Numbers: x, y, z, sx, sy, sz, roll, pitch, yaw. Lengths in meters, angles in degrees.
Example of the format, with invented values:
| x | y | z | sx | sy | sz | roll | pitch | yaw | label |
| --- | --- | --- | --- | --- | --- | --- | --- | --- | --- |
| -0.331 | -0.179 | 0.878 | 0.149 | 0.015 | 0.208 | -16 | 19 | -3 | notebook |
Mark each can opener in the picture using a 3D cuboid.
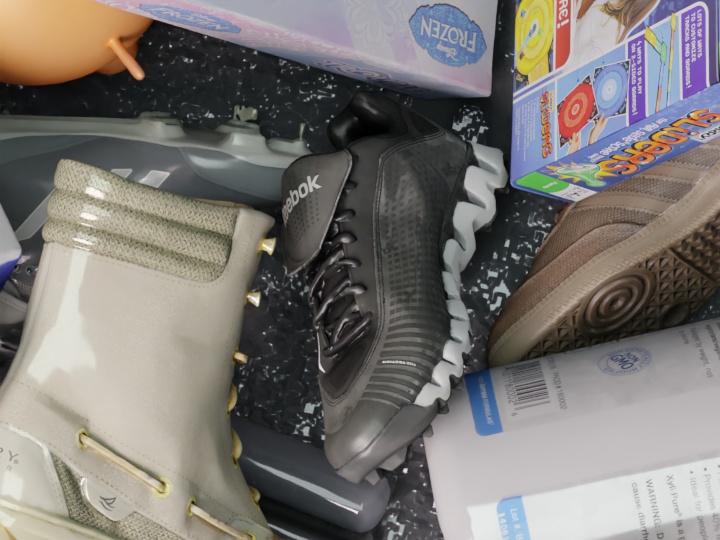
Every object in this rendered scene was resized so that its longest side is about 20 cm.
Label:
| x | y | z | sx | sy | sz | roll | pitch | yaw | label |
| --- | --- | --- | --- | --- | --- | --- | --- | --- | --- |
| -0.090 | 0.082 | 1.102 | 0.199 | 0.067 | 0.053 | 21 | 118 | 5 | can opener |

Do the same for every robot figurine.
| x | y | z | sx | sy | sz | roll | pitch | yaw | label |
| --- | --- | --- | --- | --- | --- | --- | --- | --- | --- |
| -0.145 | -0.151 | 1.091 | 0.116 | 0.200 | 0.144 | -5 | 126 | -27 | robot figurine |

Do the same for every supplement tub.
| x | y | z | sx | sy | sz | roll | pitch | yaw | label |
| --- | --- | --- | --- | --- | --- | --- | --- | --- | --- |
| 0.131 | 0.088 | 1.062 | 0.199 | 0.132 | 0.132 | -12 | 83 | 2 | supplement tub |

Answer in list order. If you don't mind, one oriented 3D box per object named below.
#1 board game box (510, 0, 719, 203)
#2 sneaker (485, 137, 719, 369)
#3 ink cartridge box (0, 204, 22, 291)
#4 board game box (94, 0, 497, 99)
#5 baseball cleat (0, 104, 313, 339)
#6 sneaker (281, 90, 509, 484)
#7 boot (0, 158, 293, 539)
| x | y | z | sx | sy | sz | roll | pitch | yaw | label |
| --- | --- | --- | --- | --- | --- | --- | --- | --- | --- |
| 0.114 | -0.142 | 1.069 | 0.034 | 0.135 | 0.201 | 14 | 68 | -29 | board game box |
| 0.124 | -0.031 | 1.119 | 0.200 | 0.070 | 0.076 | -39 | 55 | 2 | sneaker |
| -0.193 | 0.020 | 1.039 | 0.047 | 0.198 | 0.200 | -7 | 56 | -37 | ink cartridge box |
| -0.015 | -0.185 | 1.079 | 0.043 | 0.200 | 0.200 | -2 | 80 | 42 | board game box |
| -0.116 | -0.021 | 1.130 | 0.199 | 0.070 | 0.107 | 5 | 97 | 9 | baseball cleat |
| 0.000 | 0.000 | 1.057 | 0.090 | 0.200 | 0.066 | 35 | 130 | -16 | sneaker |
| -0.061 | 0.051 | 1.019 | 0.072 | 0.200 | 0.155 | 9 | 81 | 42 | boot |
